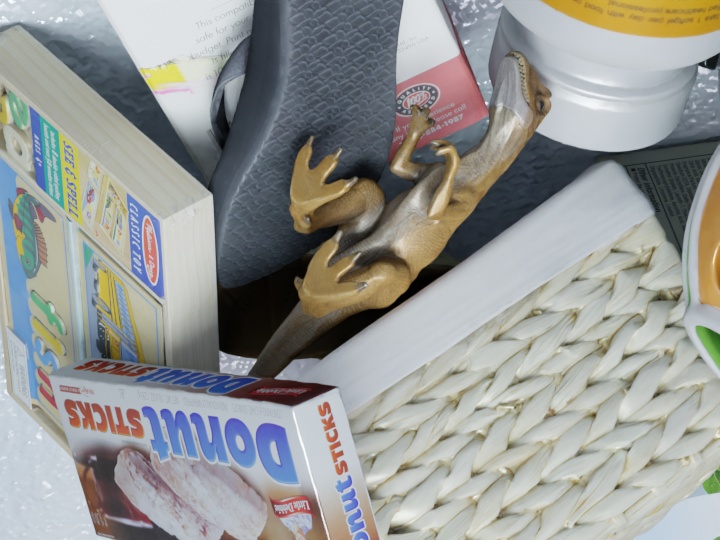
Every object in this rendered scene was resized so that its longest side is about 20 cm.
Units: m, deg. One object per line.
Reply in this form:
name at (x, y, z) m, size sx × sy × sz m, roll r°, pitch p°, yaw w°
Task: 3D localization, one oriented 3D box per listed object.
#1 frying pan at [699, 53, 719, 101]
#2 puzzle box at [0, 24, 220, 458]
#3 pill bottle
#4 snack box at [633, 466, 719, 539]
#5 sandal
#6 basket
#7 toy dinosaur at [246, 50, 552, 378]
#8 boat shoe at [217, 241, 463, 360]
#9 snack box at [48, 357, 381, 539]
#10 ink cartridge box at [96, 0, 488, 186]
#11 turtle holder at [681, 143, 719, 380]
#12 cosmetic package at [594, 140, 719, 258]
frying pan at (0.178, -0.102, 1.191) m, size 0.190 × 0.031 × 0.115 m, roll 31°, pitch 97°, yaw -17°
puzzle box at (-0.105, 0.014, 1.158) m, size 0.025 × 0.133 × 0.200 m, roll -29°, pitch 140°, yaw -28°
pill bottle at (0.108, -0.148, 1.081) m, size 0.111 × 0.111 × 0.200 m, roll 0°, pitch 132°, yaw -16°
snack box at (0.110, 0.132, 1.302) m, size 0.199 × 0.068 × 0.169 m, roll -9°, pitch 142°, yaw -8°
sandal at (-0.022, -0.075, 1.066) m, size 0.076 × 0.043 × 0.200 m, roll -18°, pitch 142°, yaw -32°
basket at (0.053, 0.073, 1.142) m, size 0.200 × 0.123 × 0.136 m, roll -35°, pitch 169°, yaw -27°
toy dinosaur at (0.000, 0.000, 1.086) m, size 0.200 × 0.060 × 0.106 m, roll -43°, pitch 156°, yaw 13°
boat shoe at (-0.010, 0.007, 1.228) m, size 0.200 × 0.065 × 0.072 m, roll 11°, pitch 117°, yaw -49°
snack box at (-0.057, 0.074, 1.075) m, size 0.024 × 0.200 × 0.072 m, roll -21°, pitch 102°, yaw -29°
ink cartridge box at (-0.040, -0.121, 1.094) m, size 0.116 × 0.068 × 0.200 m, roll -23°, pitch 136°, yaw 5°
turtle holder at (0.193, 0.002, 1.092) m, size 0.132 × 0.141 × 0.186 m, roll -49°, pitch 163°, yaw -10°
cosmetic package at (0.208, -0.006, 1.250) m, size 0.199 × 0.104 × 0.073 m, roll -7°, pitch 135°, yaw -9°
